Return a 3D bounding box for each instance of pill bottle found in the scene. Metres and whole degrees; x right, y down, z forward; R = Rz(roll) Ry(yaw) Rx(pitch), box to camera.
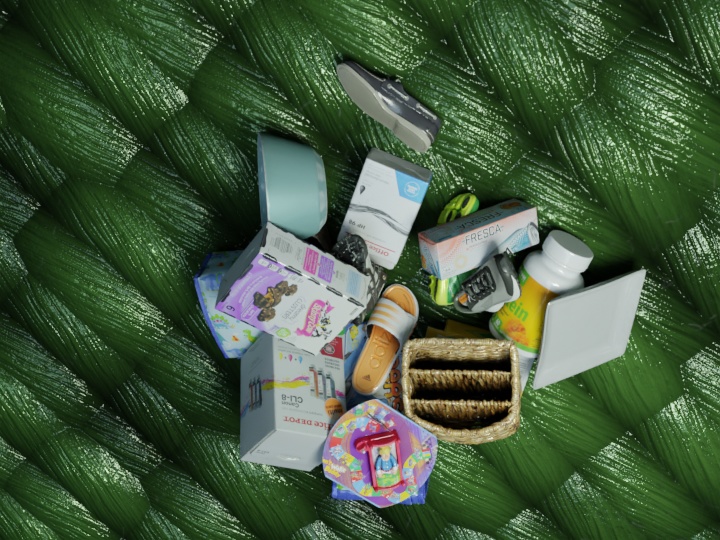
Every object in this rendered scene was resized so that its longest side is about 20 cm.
[{"bbox_3d":[0.308,0.038,1.536,0.110,0.111,0.202,25,116,-1],"label":"pill bottle"}]

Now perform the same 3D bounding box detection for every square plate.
[{"bbox_3d":[0.378,0.095,1.527,0.196,0.029,0.202,-18,133,-20],"label":"square plate"}]

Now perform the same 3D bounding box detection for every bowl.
[{"bbox_3d":[-0.114,-0.132,1.514,0.103,0.201,0.204,-5,114,-9],"label":"bowl"}]

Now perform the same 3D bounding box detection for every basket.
[{"bbox_3d":[0.169,0.206,1.530,0.197,0.145,0.149,1,153,13],"label":"basket"}]

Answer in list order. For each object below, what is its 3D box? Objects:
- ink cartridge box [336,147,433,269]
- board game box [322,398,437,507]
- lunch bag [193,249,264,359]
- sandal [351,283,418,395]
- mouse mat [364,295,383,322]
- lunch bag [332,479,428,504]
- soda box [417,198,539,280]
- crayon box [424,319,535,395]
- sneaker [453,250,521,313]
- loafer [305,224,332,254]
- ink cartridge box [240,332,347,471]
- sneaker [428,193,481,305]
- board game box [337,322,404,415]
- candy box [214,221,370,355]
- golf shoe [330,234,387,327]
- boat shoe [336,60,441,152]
[{"bbox_3d":[0.035,-0.092,1.555,0.114,0.067,0.202,21,116,1],"label":"ink cartridge box"},{"bbox_3d":[0.036,0.314,1.499,0.199,0.039,0.159,35,96,-19],"label":"board game box"},{"bbox_3d":[-0.186,0.065,1.632,0.168,0.128,0.202,-5,116,12],"label":"lunch bag"},{"bbox_3d":[0.043,0.119,1.592,0.078,0.059,0.209,19,75,13],"label":"sandal"},{"bbox_3d":[0.002,0.134,1.694,0.158,0.008,0.203,7,115,7],"label":"mouse mat"},{"bbox_3d":[0.043,0.333,1.651,0.167,0.201,0.129,0,130,12],"label":"lunch bag"},{"bbox_3d":[0.194,-0.053,1.487,0.198,0.063,0.069,-20,116,-20],"label":"soda box"},{"bbox_3d":[0.205,0.170,1.647,0.197,0.052,0.127,16,116,3],"label":"crayon box"},{"bbox_3d":[0.205,0.030,1.474,0.078,0.200,0.075,-16,74,-14],"label":"sneaker"},{"bbox_3d":[-0.069,0.008,1.612,0.072,0.071,0.202,-19,107,13],"label":"loafer"},{"bbox_3d":[-0.118,0.223,1.576,0.144,0.202,0.145,14,143,-28],"label":"ink cartridge box"},{"bbox_3d":[0.171,-0.038,1.562,0.082,0.074,0.203,3,112,-23],"label":"sneaker"},{"bbox_3d":[0.020,0.193,1.622,0.133,0.203,0.035,-3,157,11],"label":"board game box"},{"bbox_3d":[-0.110,0.035,1.476,0.198,0.072,0.168,27,134,-19],"label":"candy box"},{"bbox_3d":[0.000,0.000,1.553,0.077,0.094,0.201,35,145,24],"label":"golf shoe"},{"bbox_3d":[0.048,-0.280,1.487,0.199,0.073,0.063,41,72,-3],"label":"boat shoe"}]
